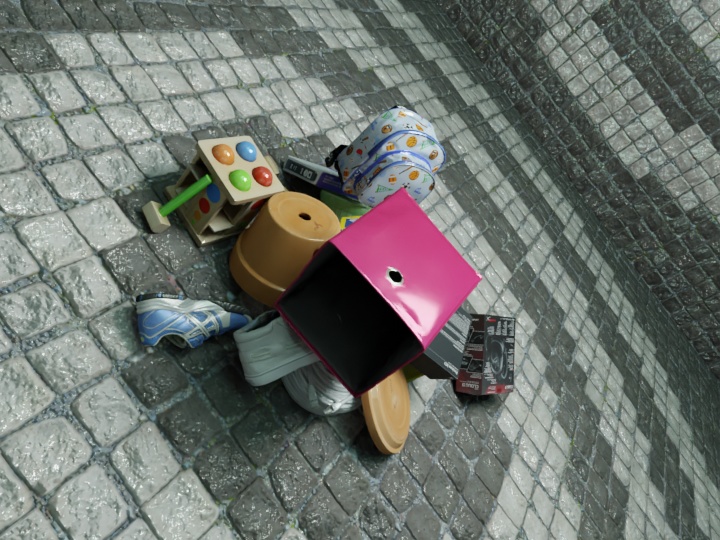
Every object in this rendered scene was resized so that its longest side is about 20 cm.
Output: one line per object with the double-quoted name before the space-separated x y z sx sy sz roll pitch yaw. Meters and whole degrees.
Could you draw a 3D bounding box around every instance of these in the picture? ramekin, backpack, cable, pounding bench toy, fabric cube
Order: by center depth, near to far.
"fabric cube" 0.028 0.032 0.821 0.197 0.200 0.199 48 46 2
"pounding bench toy" -0.259 -0.138 0.926 0.125 0.156 0.199 55 37 6
"cable" -0.059 0.163 0.977 0.199 0.069 0.202 0 60 -48
"backpack" 0.065 -0.211 1.041 0.199 0.191 0.155 10 42 -42
"ramekin" -0.005 -0.093 1.143 0.198 0.099 0.200 19 9 -3

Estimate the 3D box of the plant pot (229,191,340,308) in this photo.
"plant pot" -0.123 -0.047 0.969 0.198 0.141 0.201 19 35 -14

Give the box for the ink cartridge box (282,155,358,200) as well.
"ink cartridge box" -0.045 -0.196 1.209 0.197 0.044 0.199 11 14 -42

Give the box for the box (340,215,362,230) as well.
"box" 0.000 0.000 1.040 0.070 0.063 0.202 -85 170 -66

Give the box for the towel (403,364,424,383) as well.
"towel" 0.074 0.134 1.112 0.018 0.085 0.202 -3 68 -84

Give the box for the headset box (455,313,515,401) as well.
"headset box" 0.298 0.206 1.263 0.148 0.077 0.203 8 84 -45

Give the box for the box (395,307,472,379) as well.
"box" 0.122 0.107 1.050 0.200 0.078 0.142 40 55 -30

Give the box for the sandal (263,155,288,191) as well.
"sandal" -0.179 -0.143 1.112 0.069 0.078 0.213 -23 70 -20

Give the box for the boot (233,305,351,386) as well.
"boot" -0.103 0.099 0.856 0.199 0.073 0.097 -24 107 -31

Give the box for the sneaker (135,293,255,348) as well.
"sneaker" -0.257 0.083 0.840 0.199 0.075 0.078 10 76 -42

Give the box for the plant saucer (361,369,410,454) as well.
"plant saucer" 0.053 0.236 0.999 0.200 0.032 0.203 -14 90 -70
